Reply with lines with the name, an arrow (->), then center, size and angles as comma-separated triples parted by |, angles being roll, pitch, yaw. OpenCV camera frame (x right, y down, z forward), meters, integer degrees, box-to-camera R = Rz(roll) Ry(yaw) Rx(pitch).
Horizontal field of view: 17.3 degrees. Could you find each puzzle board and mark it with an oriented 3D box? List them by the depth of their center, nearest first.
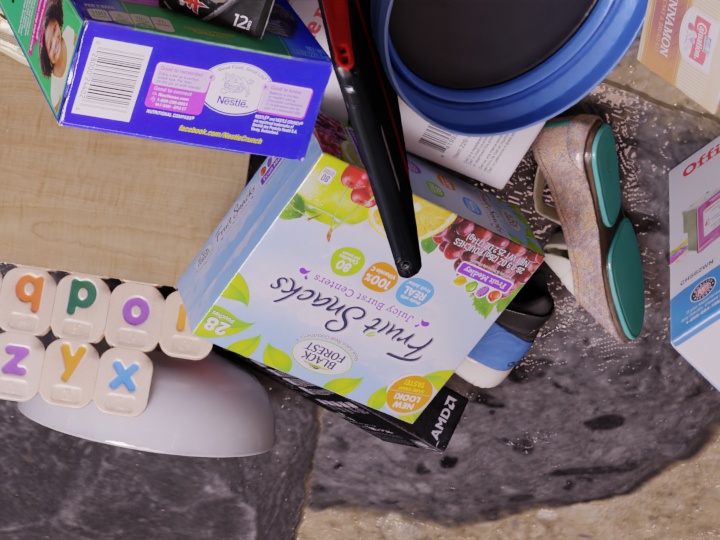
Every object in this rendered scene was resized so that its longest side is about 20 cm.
puzzle board -> -0.181, -0.071, 1.712 | 0.198, 0.017, 0.152 | 8, 95, -3

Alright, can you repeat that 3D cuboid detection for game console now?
game console -> -0.001, -0.119, 1.473 | 0.031, 0.178, 0.201 | -12, 139, 7

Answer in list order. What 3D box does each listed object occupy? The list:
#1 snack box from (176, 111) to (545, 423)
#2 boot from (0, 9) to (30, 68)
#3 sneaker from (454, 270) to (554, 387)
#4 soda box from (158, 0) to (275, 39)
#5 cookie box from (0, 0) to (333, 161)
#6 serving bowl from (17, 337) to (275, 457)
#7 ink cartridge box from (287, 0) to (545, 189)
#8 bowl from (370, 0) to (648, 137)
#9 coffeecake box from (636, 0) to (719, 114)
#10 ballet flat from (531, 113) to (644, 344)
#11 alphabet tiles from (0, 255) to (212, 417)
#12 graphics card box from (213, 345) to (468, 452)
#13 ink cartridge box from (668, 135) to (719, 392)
snack box -> 0.000, 0.000, 1.652 | 0.199, 0.068, 0.169 | 25, 116, -30
boot -> -0.215, -0.219, 1.603 | 0.198, 0.073, 0.156 | 14, 129, -4
sneaker -> 0.051, 0.004, 1.765 | 0.199, 0.077, 0.111 | 28, 125, -14
soda box -> -0.080, -0.230, 1.491 | 0.070, 0.201, 0.064 | 17, 124, -11
cookie box -> -0.131, -0.158, 1.503 | 0.170, 0.200, 0.076 | 7, 117, -28
serving bowl -> -0.159, 0.087, 1.802 | 0.198, 0.200, 0.066 | 9, 96, -3
ink cartridge box -> 0.042, -0.164, 1.615 | 0.199, 0.084, 0.146 | 22, 129, -13
bowl -> 0.095, -0.178, 1.470 | 0.199, 0.039, 0.202 | -17, 132, -21
coffeecake box -> 0.277, -0.210, 1.487 | 0.073, 0.199, 0.154 | 39, 141, 31
ballet flat -> 0.164, -0.033, 1.741 | 0.067, 0.068, 0.201 | 5, 128, 26
alphabet tiles -> -0.200, 0.006, 1.730 | 0.198, 0.197, 0.015 | 8, 165, -2
graphics card box -> -0.029, 0.071, 1.802 | 0.199, 0.051, 0.125 | 31, 169, -19
ink cartridge box -> 0.291, -0.025, 1.640 | 0.085, 0.201, 0.144 | 40, 122, -22
